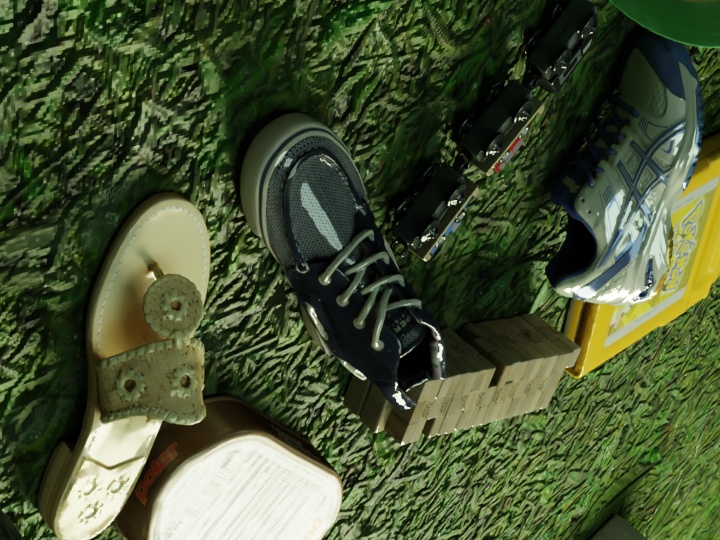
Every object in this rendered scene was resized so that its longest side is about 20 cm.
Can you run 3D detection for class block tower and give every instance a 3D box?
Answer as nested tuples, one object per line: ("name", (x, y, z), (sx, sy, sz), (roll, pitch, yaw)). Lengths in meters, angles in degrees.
("block tower", (0.078, 0.076, 0.925), (0.198, 0.054, 0.058), (-7, 127, -46))

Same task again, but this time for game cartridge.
("game cartridge", (0.254, -0.018, 1.069), (0.198, 0.032, 0.178), (-25, 137, -33))

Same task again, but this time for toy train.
("toy train", (0.085, -0.088, 0.807), (0.201, 0.034, 0.046), (-52, 158, -3))

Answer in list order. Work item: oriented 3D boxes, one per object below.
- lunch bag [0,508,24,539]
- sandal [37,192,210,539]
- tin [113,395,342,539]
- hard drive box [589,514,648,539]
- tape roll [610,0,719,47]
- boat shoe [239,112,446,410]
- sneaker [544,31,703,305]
("lunch bag", (-0.190, 0.233, 0.623), (0.138, 0.200, 0.169), (-28, 136, -26))
("sandal", (-0.109, 0.069, 0.681), (0.077, 0.069, 0.214), (-2, 122, -49))
("tin", (-0.080, 0.151, 0.820), (0.112, 0.042, 0.200), (-48, 146, 1))
("hard drive box", (0.239, 0.387, 1.375), (0.199, 0.077, 0.157), (-39, 143, -19))
("tape roll", (0.171, -0.216, 0.642), (0.048, 0.200, 0.202), (-32, 141, -25))
("boat shoe", (0.000, 0.000, 0.728), (0.075, 0.092, 0.201), (-42, 145, -14))
("sneaker", (0.182, -0.068, 0.902), (0.087, 0.075, 0.203), (0, 109, -16))
